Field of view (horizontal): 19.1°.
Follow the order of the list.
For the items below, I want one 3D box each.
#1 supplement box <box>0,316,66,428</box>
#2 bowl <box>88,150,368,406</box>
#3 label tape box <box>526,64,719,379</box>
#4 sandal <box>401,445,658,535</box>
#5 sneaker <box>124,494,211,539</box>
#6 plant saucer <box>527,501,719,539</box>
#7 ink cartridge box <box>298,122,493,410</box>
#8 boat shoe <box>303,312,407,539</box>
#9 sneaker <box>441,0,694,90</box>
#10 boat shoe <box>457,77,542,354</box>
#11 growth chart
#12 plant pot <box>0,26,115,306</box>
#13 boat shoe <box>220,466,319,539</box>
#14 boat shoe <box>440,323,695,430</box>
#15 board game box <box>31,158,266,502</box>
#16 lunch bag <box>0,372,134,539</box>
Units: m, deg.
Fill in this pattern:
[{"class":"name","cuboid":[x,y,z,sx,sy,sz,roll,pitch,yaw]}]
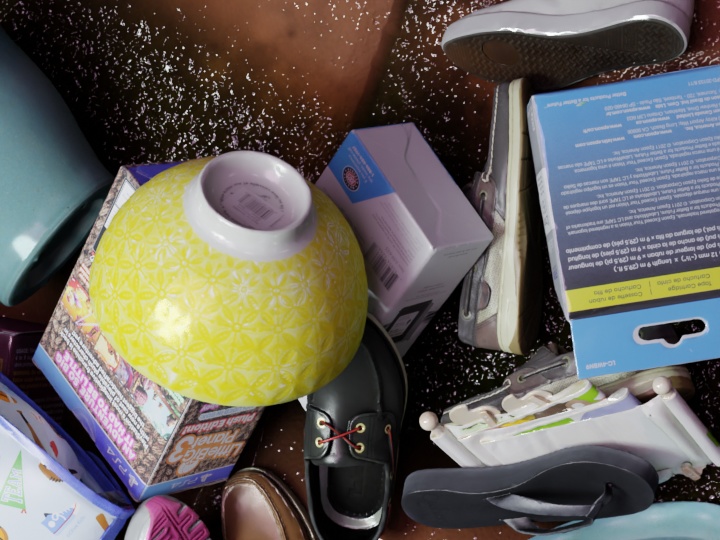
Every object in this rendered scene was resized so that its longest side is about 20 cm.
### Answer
[{"class":"supplement box","cuboid":[-0.322,0.137,1.740,0.130,0.103,0.202,10,93,23]},{"class":"bowl","cuboid":[-0.081,-0.016,1.464,0.200,0.200,0.108,40,138,20]},{"class":"label tape box","cuboid":[0.202,-0.032,1.502,0.142,0.066,0.202,-9,87,-1]},{"class":"sandal","cuboid":[0.124,0.170,1.538,0.198,0.076,0.043,-11,49,28]},{"class":"sneaker","cuboid":[-0.171,0.247,1.652,0.088,0.081,0.201,34,133,30]},{"class":"plant saucer","cuboid":[0.172,0.211,1.470,0.198,0.200,0.028,-13,102,24]},{"class":"ink cartridge box","cuboid":[0.000,0.000,1.591,0.116,0.066,0.200,56,133,22]},{"class":"boat shoe","cuboid":[-0.005,0.120,1.566,0.073,0.063,0.203,5,124,9]},{"class":"sneaker","cuboid":[0.156,-0.187,1.563,0.198,0.073,0.085,-3,54,32]},{"class":"boat shoe","cuboid":[0.098,-0.040,1.572,0.065,0.072,0.203,1,94,19]},{"class":"growth chart","cuboid":[0.153,0.122,1.517,0.198,0.145,0.018,-12,48,25]},{"class":"plant pot","cuboid":[-0.302,-0.082,1.699,0.188,0.200,0.201,40,105,4]},{"class":"boat shoe","cuboid":[-0.067,0.248,1.641,0.071,0.068,0.202,-24,78,23]},{"class":"boat shoe","cuboid":[0.147,0.086,1.553,0.198,0.073,0.065,-15,67,25]},{"class":"board game box","cuboid":[-0.140,0.043,1.619,0.160,0.096,0.201,49,126,28]},{"class":"lunch bag","cuboid":[-0.288,0.181,1.612,0.200,0.124,0.171,39,96,14]}]
